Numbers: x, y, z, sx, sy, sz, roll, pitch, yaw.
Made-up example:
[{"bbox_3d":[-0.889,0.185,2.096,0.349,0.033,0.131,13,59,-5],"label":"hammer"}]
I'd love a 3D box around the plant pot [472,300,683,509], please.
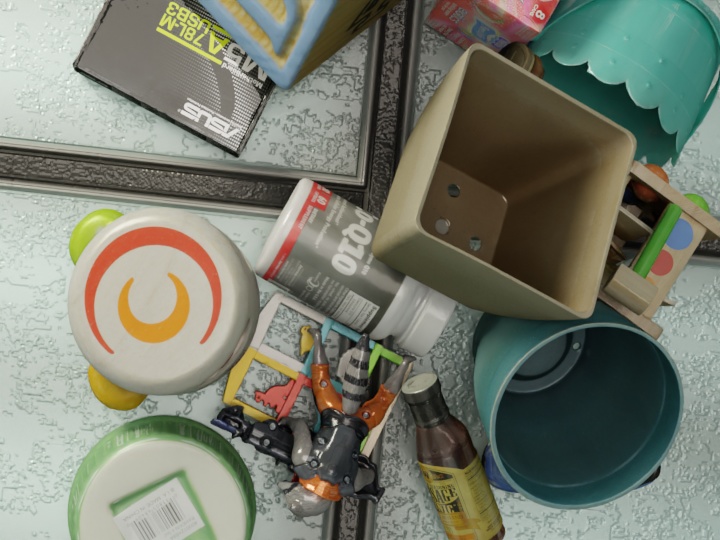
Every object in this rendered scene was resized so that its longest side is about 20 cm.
[{"bbox_3d":[0.200,0.109,1.514,0.198,0.188,0.202,-5,113,-12],"label":"plant pot"}]

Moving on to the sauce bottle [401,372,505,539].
[{"bbox_3d":[0.093,0.202,1.551,0.065,0.066,0.202,-25,108,-7],"label":"sauce bottle"}]

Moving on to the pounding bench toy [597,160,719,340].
[{"bbox_3d":[0.294,-0.028,1.538,0.124,0.200,0.157,35,86,-6],"label":"pounding bench toy"}]

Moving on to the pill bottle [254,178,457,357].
[{"bbox_3d":[0.000,0.000,1.541,0.199,0.114,0.115,29,86,-6],"label":"pill bottle"}]

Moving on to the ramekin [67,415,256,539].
[{"bbox_3d":[-0.202,0.253,1.517,0.197,0.098,0.203,0,90,-8],"label":"ramekin"}]

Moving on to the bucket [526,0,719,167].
[{"bbox_3d":[0.276,-0.217,1.543,0.206,0.207,0.136,32,81,-6],"label":"bucket"}]

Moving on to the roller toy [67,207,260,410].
[{"bbox_3d":[-0.195,0.036,1.501,0.180,0.140,0.203,-5,85,3],"label":"roller toy"}]

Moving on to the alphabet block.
[{"bbox_3d":[-0.047,-0.337,1.463,0.196,0.196,0.200,47,62,1],"label":"alphabet block"}]

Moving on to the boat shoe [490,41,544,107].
[{"bbox_3d":[0.151,-0.179,1.521,0.068,0.200,0.072,35,80,-12],"label":"boat shoe"}]

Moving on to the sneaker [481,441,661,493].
[{"bbox_3d":[0.227,0.203,1.581,0.197,0.089,0.080,-2,89,-5],"label":"sneaker"}]

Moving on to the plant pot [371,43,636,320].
[{"bbox_3d":[0.121,-0.065,1.445,0.198,0.177,0.202,27,68,-19],"label":"plant pot"}]

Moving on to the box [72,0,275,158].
[{"bbox_3d":[-0.171,-0.250,1.555,0.199,0.048,0.195,28,82,-7],"label":"box"}]

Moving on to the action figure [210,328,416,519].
[{"bbox_3d":[-0.047,0.157,1.519,0.198,0.105,0.196,18,77,-11],"label":"action figure"}]

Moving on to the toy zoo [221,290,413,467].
[{"bbox_3d":[-0.059,0.111,1.578,0.198,0.020,0.132,27,86,-6],"label":"toy zoo"}]

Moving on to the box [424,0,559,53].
[{"bbox_3d":[0.145,-0.289,1.520,0.094,0.200,0.103,33,83,-6],"label":"box"}]
